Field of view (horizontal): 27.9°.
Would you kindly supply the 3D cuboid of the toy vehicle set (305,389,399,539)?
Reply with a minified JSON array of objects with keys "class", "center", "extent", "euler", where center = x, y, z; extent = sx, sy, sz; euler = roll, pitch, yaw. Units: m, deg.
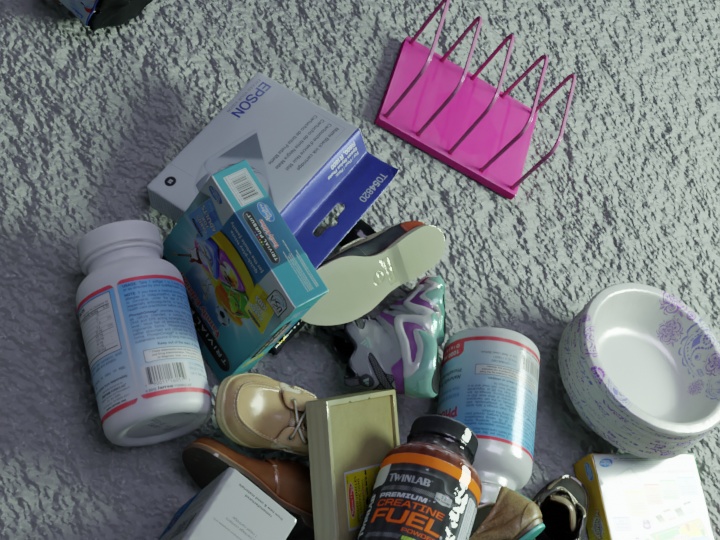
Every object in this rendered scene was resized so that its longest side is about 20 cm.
[{"class":"toy vehicle set","center":[-0.001,0.224,1.435],"extent":[0.124,0.026,0.203],"euler":[-1,86,-55]}]

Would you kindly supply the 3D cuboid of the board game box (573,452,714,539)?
[{"class":"board game box","center":[0.331,0.308,1.635],"extent":[0.151,0.040,0.202],"euler":[4,64,-27]}]

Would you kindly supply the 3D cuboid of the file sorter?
[{"class":"file sorter","center":[0.145,-0.213,1.749],"extent":[0.198,0.125,0.140],"euler":[28,55,-13]}]

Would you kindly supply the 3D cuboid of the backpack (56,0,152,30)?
[{"class":"backpack","center":[-0.272,-0.368,1.571],"extent":[0.153,0.200,0.192],"euler":[28,62,-7]}]

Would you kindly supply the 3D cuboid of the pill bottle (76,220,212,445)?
[{"class":"pill bottle","center":[-0.216,0.060,1.413],"extent":[0.108,0.109,0.202],"euler":[-4,67,-30]}]

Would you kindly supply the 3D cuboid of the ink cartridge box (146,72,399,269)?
[{"class":"ink cartridge box","center":[-0.092,-0.098,1.542],"extent":[0.199,0.041,0.200],"euler":[30,63,20]}]

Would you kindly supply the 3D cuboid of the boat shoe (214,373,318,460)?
[{"class":"boat shoe","center":[-0.066,0.145,1.432],"extent":[0.199,0.064,0.072],"euler":[24,69,-52]}]

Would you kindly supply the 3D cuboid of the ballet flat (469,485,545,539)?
[{"class":"ballet flat","center":[0.093,0.291,1.450],"extent":[0.200,0.068,0.072],"euler":[-42,69,2]}]

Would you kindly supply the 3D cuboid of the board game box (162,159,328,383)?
[{"class":"board game box","center":[-0.127,0.007,1.441],"extent":[0.047,0.200,0.152],"euler":[-27,79,-36]}]

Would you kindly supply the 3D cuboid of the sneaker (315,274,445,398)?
[{"class":"sneaker","center":[0.021,0.064,1.575],"extent":[0.138,0.079,0.201],"euler":[1,27,7]}]

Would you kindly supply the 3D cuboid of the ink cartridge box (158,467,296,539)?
[{"class":"ink cartridge box","center":[-0.162,0.297,1.307],"extent":[0.084,0.144,0.201],"euler":[40,53,-6]}]

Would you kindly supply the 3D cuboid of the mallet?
[{"class":"mallet","center":[-0.045,0.014,1.587],"extent":[0.199,0.041,0.066],"euler":[-38,88,-33]}]

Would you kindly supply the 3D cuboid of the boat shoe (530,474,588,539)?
[{"class":"boat shoe","center":[0.211,0.272,1.538],"extent":[0.074,0.074,0.200],"euler":[37,32,4]}]

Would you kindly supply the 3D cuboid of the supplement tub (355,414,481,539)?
[{"class":"supplement tub","center":[0.055,0.242,1.398],"extent":[0.106,0.107,0.202],"euler":[28,56,-13]}]

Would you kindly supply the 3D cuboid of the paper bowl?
[{"class":"paper bowl","center":[0.319,0.124,1.674],"extent":[0.198,0.105,0.203],"euler":[15,50,-19]}]

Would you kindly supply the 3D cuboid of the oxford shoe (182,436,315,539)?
[{"class":"oxford shoe","center":[-0.090,0.213,1.441],"extent":[0.199,0.071,0.072],"euler":[35,50,-22]}]

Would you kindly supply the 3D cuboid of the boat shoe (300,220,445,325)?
[{"class":"boat shoe","center":[0.000,0.000,1.560],"extent":[0.199,0.062,0.072],"euler":[-28,114,-27]}]

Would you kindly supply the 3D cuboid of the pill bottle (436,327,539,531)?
[{"class":"pill bottle","center":[0.134,0.171,1.556],"extent":[0.108,0.109,0.202],"euler":[20,57,-18]}]
